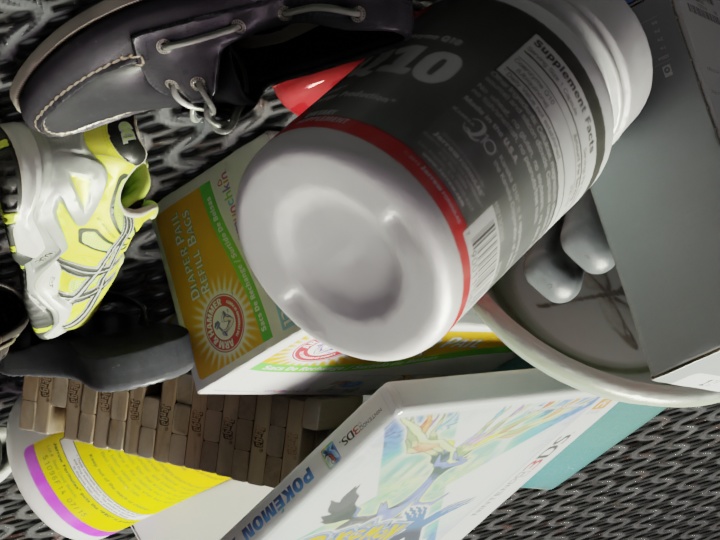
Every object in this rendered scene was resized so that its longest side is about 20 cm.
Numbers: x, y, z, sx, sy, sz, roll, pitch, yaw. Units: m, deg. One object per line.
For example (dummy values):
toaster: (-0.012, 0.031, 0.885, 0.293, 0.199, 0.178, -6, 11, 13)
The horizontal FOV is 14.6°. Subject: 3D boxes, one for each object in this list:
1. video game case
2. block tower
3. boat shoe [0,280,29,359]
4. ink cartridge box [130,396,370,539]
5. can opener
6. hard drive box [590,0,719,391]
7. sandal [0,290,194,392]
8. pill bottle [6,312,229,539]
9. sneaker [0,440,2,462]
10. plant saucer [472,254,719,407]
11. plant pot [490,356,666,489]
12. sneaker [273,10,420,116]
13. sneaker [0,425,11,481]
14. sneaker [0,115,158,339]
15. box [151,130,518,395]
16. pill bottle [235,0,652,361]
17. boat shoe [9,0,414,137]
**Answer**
video game case: (0.032, 0.113, 1.564, 0.200, 0.022, 0.182, -3, 146, -46)
block tower: (-0.102, 0.080, 1.592, 0.200, 0.058, 0.054, 9, -173, 26)
boat shoe: (-0.246, 0.023, 1.453, 0.073, 0.075, 0.200, -36, 165, 24)
ink cartridge box: (-0.040, 0.133, 1.806, 0.145, 0.083, 0.200, -24, -170, 23)
can opener: (0.129, -0.044, 1.451, 0.053, 0.066, 0.200, -42, -170, 29)
hard drive box: (0.180, -0.045, 1.406, 0.077, 0.200, 0.156, -26, 160, 27)
sandal: (-0.144, 0.030, 1.519, 0.076, 0.043, 0.200, -17, -170, -27)
pill bottle: (-0.109, 0.082, 1.686, 0.200, 0.104, 0.104, -26, 160, 29)
sneaker: (-0.304, 0.086, 1.528, 0.201, 0.067, 0.108, 18, 147, -30)
plant saucer: (0.129, 0.009, 1.502, 0.200, 0.200, 0.050, -6, 138, -32)
plant pot: (0.132, 0.021, 1.677, 0.200, 0.141, 0.141, -33, 157, 26)
sneaker: (0.033, -0.054, 1.379, 0.078, 0.116, 0.200, -27, 160, 30)
sneaker: (-0.270, 0.107, 1.701, 0.087, 0.075, 0.200, -32, 167, 8)
sneaker: (-0.137, -0.020, 1.397, 0.076, 0.076, 0.200, -15, 164, -6)
box: (0.000, 0.000, 1.523, 0.200, 0.113, 0.101, 4, 154, -46)
pill bottle: (0.043, -0.057, 1.273, 0.114, 0.114, 0.200, -36, -175, 47)
boat shoe: (-0.066, -0.095, 1.249, 0.200, 0.063, 0.073, -23, 162, 18)
